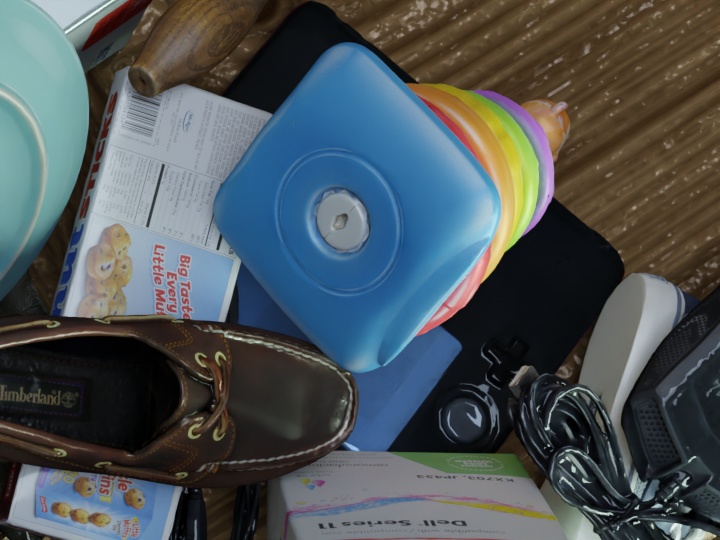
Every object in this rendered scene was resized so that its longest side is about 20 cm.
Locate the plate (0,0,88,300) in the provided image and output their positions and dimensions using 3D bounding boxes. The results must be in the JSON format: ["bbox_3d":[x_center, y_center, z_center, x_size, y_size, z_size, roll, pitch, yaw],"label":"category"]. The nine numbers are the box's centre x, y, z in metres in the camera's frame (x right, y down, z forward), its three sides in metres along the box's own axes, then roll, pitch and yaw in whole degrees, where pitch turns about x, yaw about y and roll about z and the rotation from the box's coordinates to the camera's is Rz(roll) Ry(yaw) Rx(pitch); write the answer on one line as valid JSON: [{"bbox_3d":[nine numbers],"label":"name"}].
[{"bbox_3d":[-0.187,-0.024,1.150,0.200,0.201,0.026,-35,54,-15],"label":"plate"}]

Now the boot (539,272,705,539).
[{"bbox_3d":[0.132,0.108,1.317,0.090,0.073,0.201,24,81,-17],"label":"boot"}]

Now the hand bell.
[{"bbox_3d":[-0.033,-0.138,1.272,0.104,0.104,0.200,45,55,-2],"label":"hand bell"}]

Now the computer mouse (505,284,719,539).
[{"bbox_3d":[0.163,0.051,1.284,0.200,0.053,0.139,-40,103,-14],"label":"computer mouse"}]

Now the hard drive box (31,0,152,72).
[{"bbox_3d":[-0.189,-0.090,1.235,0.200,0.156,0.077,-37,90,-15],"label":"hard drive box"}]

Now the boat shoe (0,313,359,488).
[{"bbox_3d":[-0.087,0.054,1.189,0.199,0.070,0.071,2,85,-25],"label":"boat shoe"}]

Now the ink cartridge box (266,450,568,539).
[{"bbox_3d":[0.026,0.132,1.199,0.116,0.200,0.068,1,102,-8],"label":"ink cartridge box"}]

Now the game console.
[{"bbox_3d":[0.000,0.000,1.326,0.200,0.031,0.177,40,75,-4],"label":"game console"}]

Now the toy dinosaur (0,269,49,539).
[{"bbox_3d":[-0.162,0.079,1.266,0.102,0.077,0.201,15,82,3],"label":"toy dinosaur"}]

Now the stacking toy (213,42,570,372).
[{"bbox_3d":[0.041,-0.041,1.268,0.110,0.116,0.200,47,31,12],"label":"stacking toy"}]

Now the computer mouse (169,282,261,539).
[{"bbox_3d":[-0.075,0.042,1.270,0.058,0.034,0.201,-7,82,-15],"label":"computer mouse"}]

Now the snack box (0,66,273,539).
[{"bbox_3d":[-0.094,0.019,1.239,0.072,0.024,0.201,18,80,-20],"label":"snack box"}]
